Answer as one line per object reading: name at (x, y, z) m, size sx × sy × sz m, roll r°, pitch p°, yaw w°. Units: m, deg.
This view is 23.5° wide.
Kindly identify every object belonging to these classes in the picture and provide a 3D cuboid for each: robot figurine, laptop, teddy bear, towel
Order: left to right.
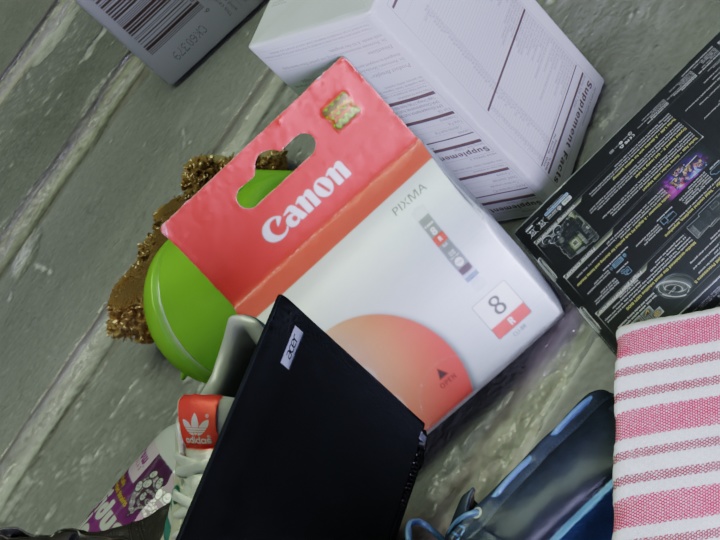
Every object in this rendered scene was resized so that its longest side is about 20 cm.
teddy bear at (-0.120, -0.020, 1.327) m, size 0.144 × 0.067 × 0.201 m, roll -17°, pitch 38°, yaw 26°
robot figurine at (-0.068, 0.007, 1.159) m, size 0.199 × 0.115 × 0.177 m, roll -28°, pitch 57°, yaw 45°
laptop at (-0.038, 0.151, 0.909) m, size 0.200 × 0.103 × 0.178 m, roll 108°, pitch -177°, yaw -55°
towel at (0.193, 0.092, 0.831) m, size 0.145 × 0.030 × 0.201 m, roll -9°, pitch 44°, yaw 18°

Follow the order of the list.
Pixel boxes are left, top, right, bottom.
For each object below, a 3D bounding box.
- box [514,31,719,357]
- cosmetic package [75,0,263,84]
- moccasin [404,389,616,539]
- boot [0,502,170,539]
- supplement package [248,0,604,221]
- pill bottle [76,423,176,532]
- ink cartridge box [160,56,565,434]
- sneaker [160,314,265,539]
box at (0.198, -0.043, 0.983) m, size 0.200 × 0.043 × 0.160 m, roll -45°, pitch 33°, yaw 7°
cosmetic package at (-0.185, -0.314, 1.593) m, size 0.165 × 0.165 × 0.200 m, roll -40°, pitch 35°, yaw 12°
moccasin at (0.078, 0.145, 0.912) m, size 0.200 × 0.081 × 0.068 m, roll -39°, pitch 49°, yaw -4°
boot at (-0.137, 0.215, 0.963) m, size 0.173 × 0.069 × 0.201 m, roll -19°, pitch 48°, yaw 14°
supplement package at (0.046, -0.131, 1.105) m, size 0.109 × 0.200 × 0.114 m, roll -8°, pitch 50°, yaw 44°
pill bottle at (-0.109, 0.166, 1.071) m, size 0.200 × 0.112 × 0.112 m, roll -49°, pitch 33°, yaw 1°
ink cartridge box at (0.000, 0.000, 1.035) m, size 0.162 × 0.200 × 0.050 m, roll -41°, pitch 9°, yaw 11°
sneaker at (-0.080, 0.113, 0.904) m, size 0.070 × 0.094 × 0.201 m, roll 3°, pitch 53°, yaw 28°
